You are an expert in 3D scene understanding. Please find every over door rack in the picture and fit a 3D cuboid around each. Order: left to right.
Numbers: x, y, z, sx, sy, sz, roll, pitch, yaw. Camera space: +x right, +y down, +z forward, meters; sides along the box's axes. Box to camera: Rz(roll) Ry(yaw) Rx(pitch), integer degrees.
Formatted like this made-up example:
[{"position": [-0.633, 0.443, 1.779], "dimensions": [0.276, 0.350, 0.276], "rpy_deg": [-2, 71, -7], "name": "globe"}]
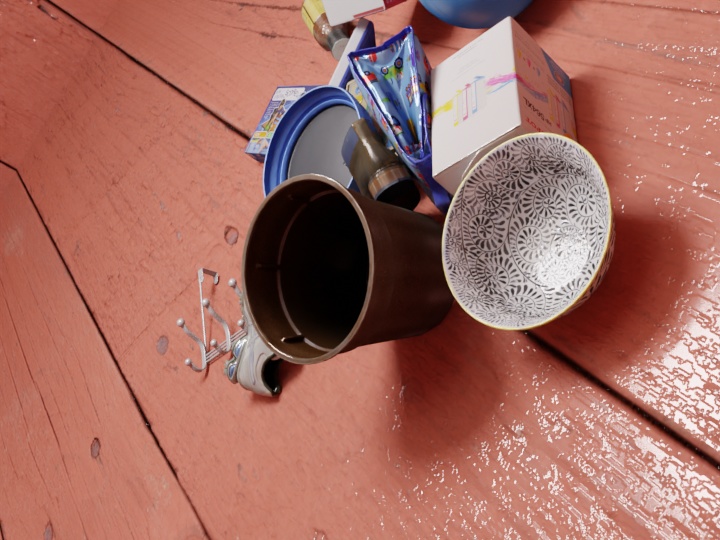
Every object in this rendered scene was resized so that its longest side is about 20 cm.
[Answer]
[{"position": [-0.220, 0.040, 1.600], "dimensions": [0.147, 0.066, 0.203], "rpy_deg": [-33, 41, 34], "name": "over door rack"}]

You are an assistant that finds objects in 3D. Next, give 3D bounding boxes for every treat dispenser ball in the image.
[{"position": [0.152, -0.419, 1.327], "dimensions": [0.200, 0.199, 0.204], "rpy_deg": [-34, 40, 34], "name": "treat dispenser ball"}]

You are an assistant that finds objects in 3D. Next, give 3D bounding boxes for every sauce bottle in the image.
[{"position": [-0.053, -0.411, 1.734], "dimensions": [0.066, 0.066, 0.201], "rpy_deg": [-47, 35, 18], "name": "sauce bottle"}]

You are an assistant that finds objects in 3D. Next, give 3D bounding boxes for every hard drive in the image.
[{"position": [-0.028, -0.265, 1.547], "dimensions": [0.132, 0.025, 0.203], "rpy_deg": [73, -140, -78], "name": "hard drive"}]

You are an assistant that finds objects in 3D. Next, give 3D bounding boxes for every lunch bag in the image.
[{"position": [0.068, -0.163, 1.244], "dimensions": [0.093, 0.151, 0.203], "rpy_deg": [-21, 63, 10], "name": "lunch bag"}]

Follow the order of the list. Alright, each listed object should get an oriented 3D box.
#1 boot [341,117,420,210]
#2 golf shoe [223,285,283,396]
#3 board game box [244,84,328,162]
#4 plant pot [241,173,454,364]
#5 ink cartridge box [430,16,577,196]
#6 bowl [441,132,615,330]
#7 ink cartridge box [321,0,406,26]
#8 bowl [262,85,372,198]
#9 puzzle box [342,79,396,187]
[{"position": [0.025, -0.120, 1.287], "dimensions": [0.074, 0.200, 0.098], "rpy_deg": [-26, 78, -6], "name": "boot"}, {"position": [-0.121, 0.077, 1.409], "dimensions": [0.096, 0.078, 0.204], "rpy_deg": [25, 111, 38], "name": "golf shoe"}, {"position": [-0.111, -0.244, 1.705], "dimensions": [0.199, 0.034, 0.137], "rpy_deg": [16, 77, 57], "name": "board game box"}, {"position": [0.000, 0.000, 1.166], "dimensions": [0.198, 0.196, 0.205], "rpy_deg": [-1, 89, 40], "name": "plant pot"}, {"position": [0.166, -0.156, 1.165], "dimensions": [0.124, 0.128, 0.203], "rpy_deg": [-29, 43, 34], "name": "ink cartridge box"}, {"position": [0.188, -0.029, 1.046], "dimensions": [0.198, 0.093, 0.205], "rpy_deg": [-15, 67, 38], "name": "bowl"}, {"position": [0.053, -0.441, 1.501], "dimensions": [0.199, 0.085, 0.143], "rpy_deg": [-32, 19, -31], "name": "ink cartridge box"}, {"position": [-0.057, -0.152, 1.402], "dimensions": [0.198, 0.039, 0.205], "rpy_deg": [-17, 66, 41], "name": "bowl"}, {"position": [0.019, -0.194, 1.411], "dimensions": [0.132, 0.025, 0.204], "rpy_deg": [-18, 54, 43], "name": "puzzle box"}]
